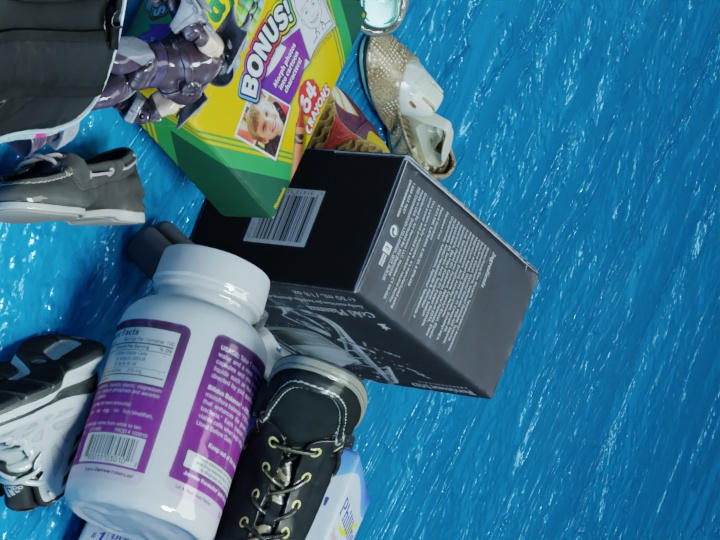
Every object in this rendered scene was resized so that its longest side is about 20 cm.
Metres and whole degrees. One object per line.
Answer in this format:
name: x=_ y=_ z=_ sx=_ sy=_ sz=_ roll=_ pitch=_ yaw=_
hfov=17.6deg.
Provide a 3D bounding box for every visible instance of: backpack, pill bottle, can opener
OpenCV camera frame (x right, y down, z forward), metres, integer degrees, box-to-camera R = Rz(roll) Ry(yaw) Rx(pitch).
backpack: x=-0.225 y=-0.164 z=1.364 sx=0.200 sy=0.150 sz=0.179 roll=-11 pitch=115 yaw=-58
pill bottle: x=-0.130 y=0.088 z=1.650 sx=0.112 sy=0.112 sz=0.201 roll=57 pitch=46 yaw=-60
can opener: x=-0.101 y=0.046 z=1.754 sx=0.067 sy=0.200 sz=0.053 roll=-47 pitch=170 yaw=23

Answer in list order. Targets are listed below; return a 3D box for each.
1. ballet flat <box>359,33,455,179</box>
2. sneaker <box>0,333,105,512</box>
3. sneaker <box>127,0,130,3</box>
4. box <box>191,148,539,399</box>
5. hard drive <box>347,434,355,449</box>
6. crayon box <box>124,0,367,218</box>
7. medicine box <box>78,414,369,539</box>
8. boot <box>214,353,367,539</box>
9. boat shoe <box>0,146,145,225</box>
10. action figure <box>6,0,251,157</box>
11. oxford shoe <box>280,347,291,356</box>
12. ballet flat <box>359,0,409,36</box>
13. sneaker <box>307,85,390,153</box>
ballet flat: x=0.051 y=-0.151 z=2.150 sx=0.071 sy=0.065 sz=0.200 roll=-66 pitch=155 yaw=-24
sneaker: x=-0.236 y=0.121 z=1.595 sx=0.200 sy=0.075 sz=0.116 roll=-26 pitch=124 yaw=-65
sneaker: x=-0.144 y=-0.255 z=1.613 sx=0.082 sy=0.073 sz=0.201 roll=59 pitch=49 yaw=-62
box: x=0.000 y=0.000 z=1.863 sx=0.196 sy=0.199 sz=0.125 roll=36 pitch=68 yaw=-43
hard drive: x=-0.068 y=0.191 z=2.080 sx=0.200 sy=0.042 sz=0.136 roll=27 pitch=78 yaw=-67
crayon box: x=-0.090 y=-0.171 z=1.754 sx=0.173 sy=0.058 sz=0.201 roll=50 pitch=54 yaw=-44
medicine box: x=-0.113 y=0.216 z=1.785 sx=0.103 sy=0.181 sz=0.201 roll=80 pitch=30 yaw=-64
boot: x=-0.057 y=0.159 z=1.635 sx=0.204 sy=0.073 sz=0.154 roll=115 pitch=-5 yaw=-62
boat shoe: x=-0.205 y=-0.061 z=1.597 sx=0.200 sy=0.066 sz=0.057 roll=2 pitch=84 yaw=-72
action figure: x=-0.155 y=-0.139 z=1.571 sx=0.199 sy=0.069 sz=0.130 roll=-14 pitch=145 yaw=-41
oxford shoe: x=-0.043 y=0.029 z=2.043 sx=0.075 sy=0.057 sz=0.201 roll=67 pitch=27 yaw=-55
ballet flat: x=0.018 y=-0.305 z=2.009 sx=0.064 sy=0.067 sz=0.201 roll=-120 pitch=-144 yaw=-71
sneaker: x=-0.047 y=-0.132 z=1.934 sx=0.075 sy=0.090 sz=0.200 roll=-39 pitch=130 yaw=3
